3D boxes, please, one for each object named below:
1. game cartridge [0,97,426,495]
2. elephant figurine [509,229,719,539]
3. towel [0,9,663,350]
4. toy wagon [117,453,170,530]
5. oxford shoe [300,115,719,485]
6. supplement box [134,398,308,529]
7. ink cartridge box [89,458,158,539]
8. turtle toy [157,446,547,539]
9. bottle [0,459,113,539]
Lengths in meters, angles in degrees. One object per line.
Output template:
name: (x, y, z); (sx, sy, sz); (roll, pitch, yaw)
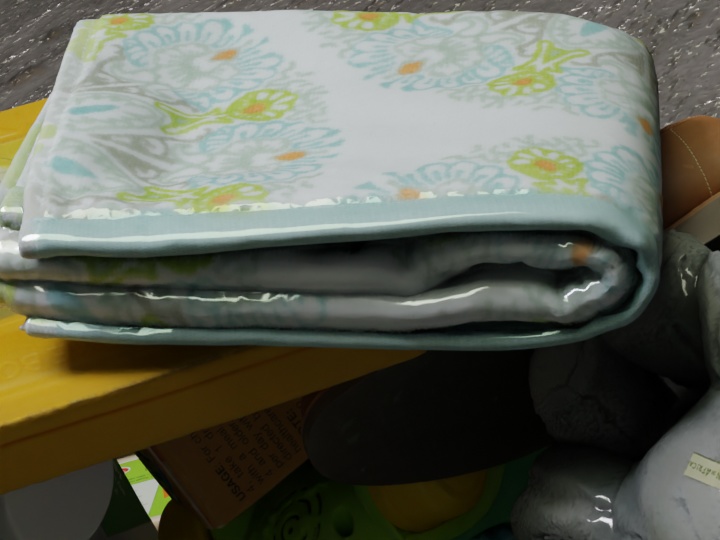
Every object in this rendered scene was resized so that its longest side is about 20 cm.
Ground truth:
game cartridge: (-0.096, -0.001, 0.870); (0.175, 0.033, 0.200); (-18, 29, -18)
elephant figurine: (0.157, 0.072, 0.847); (0.141, 0.199, 0.156); (-13, 60, 47)
towel: (-0.007, -0.035, 0.837); (0.199, 0.048, 0.171); (1, 29, 5)
toy wagon: (-0.082, 0.077, 1.149); (0.154, 0.040, 0.200); (-15, 28, 21)
oxford shoe: (0.057, 0.008, 0.891); (0.199, 0.072, 0.071); (-26, 51, -23)
supplement box: (0.000, 0.000, 0.943); (0.200, 0.069, 0.067); (-42, 14, -10)
ink cartridge box: (-0.121, 0.154, 0.929); (0.084, 0.145, 0.200); (-18, 28, 15)
turtle toy: (0.029, 0.070, 0.989); (0.145, 0.101, 0.200); (-21, 22, 43)
bottle: (-0.166, 0.062, 0.895); (0.199, 0.065, 0.084); (3, 45, 42)
